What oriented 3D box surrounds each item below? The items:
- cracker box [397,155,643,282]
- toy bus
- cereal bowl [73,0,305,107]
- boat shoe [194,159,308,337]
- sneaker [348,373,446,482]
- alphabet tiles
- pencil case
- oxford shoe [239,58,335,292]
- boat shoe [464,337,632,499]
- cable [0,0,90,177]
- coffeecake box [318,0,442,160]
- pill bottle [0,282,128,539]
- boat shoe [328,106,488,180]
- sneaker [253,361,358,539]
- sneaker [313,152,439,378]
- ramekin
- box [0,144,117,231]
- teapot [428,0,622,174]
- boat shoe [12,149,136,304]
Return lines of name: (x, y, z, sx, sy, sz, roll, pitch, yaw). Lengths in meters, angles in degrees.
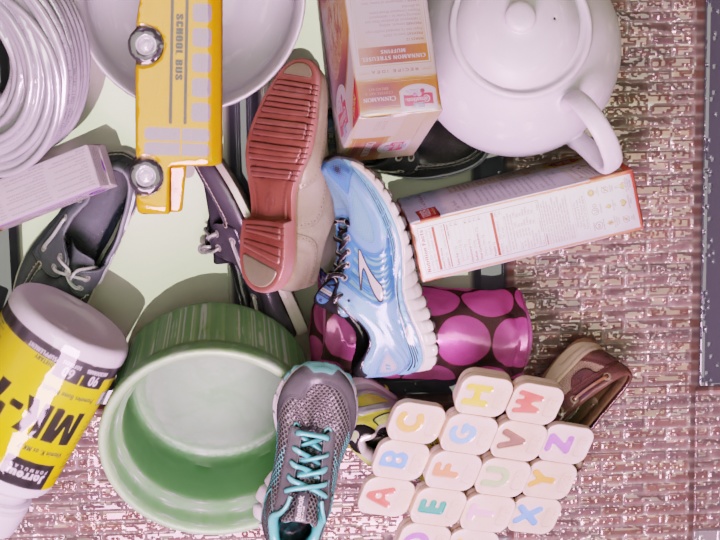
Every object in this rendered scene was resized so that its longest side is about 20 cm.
cracker box: (0.137, -0.050, 1.537, 0.198, 0.134, 0.058, -13, 102, 0)
toy bus: (-0.154, -0.150, 1.456, 0.077, 0.065, 0.203, 0, 100, -5)
cereal bowl: (-0.146, -0.239, 1.513, 0.197, 0.083, 0.203, 0, 100, -2)
boat shoe: (-0.113, -0.020, 1.560, 0.062, 0.073, 0.202, -26, 106, 1)
sneaker: (0.048, 0.164, 1.573, 0.199, 0.077, 0.076, 23, 116, -32)
alphabet tiles: (0.102, 0.176, 1.533, 0.193, 0.015, 0.202, 11, 118, -20)
pencil case: (0.053, 0.048, 1.575, 0.197, 0.094, 0.092, 5, 125, -7)
oxford shoe: (-0.055, -0.081, 1.511, 0.073, 0.070, 0.202, 3, 101, -49)
boat shoe: (0.172, 0.156, 1.585, 0.200, 0.072, 0.072, -49, 141, -8)
cable: (-0.324, -0.182, 1.487, 0.198, 0.069, 0.202, 3, 111, 23)
coffeecake box: (0.011, -0.208, 1.461, 0.072, 0.154, 0.203, -6, 81, -8)
pill bottle: (-0.294, 0.123, 1.509, 0.114, 0.114, 0.201, 29, 102, -8)
boat shoe: (0.021, -0.114, 1.558, 0.197, 0.057, 0.070, 2, 100, -3)
sneaker: (-0.043, 0.171, 1.464, 0.077, 0.092, 0.202, 5, 121, -8)
sneaker: (0.000, 0.000, 1.476, 0.089, 0.078, 0.202, -19, 97, -9)
ramekin: (-0.129, 0.126, 1.543, 0.197, 0.098, 0.202, -1, 122, -2)
box: (-0.309, -0.059, 1.528, 0.198, 0.039, 0.042, -21, 87, 17)
teapot: (0.137, -0.193, 1.484, 0.198, 0.146, 0.200, 10, 84, 2)
boat shoe: (-0.256, -0.017, 1.557, 0.072, 0.062, 0.201, 32, 97, -8)
